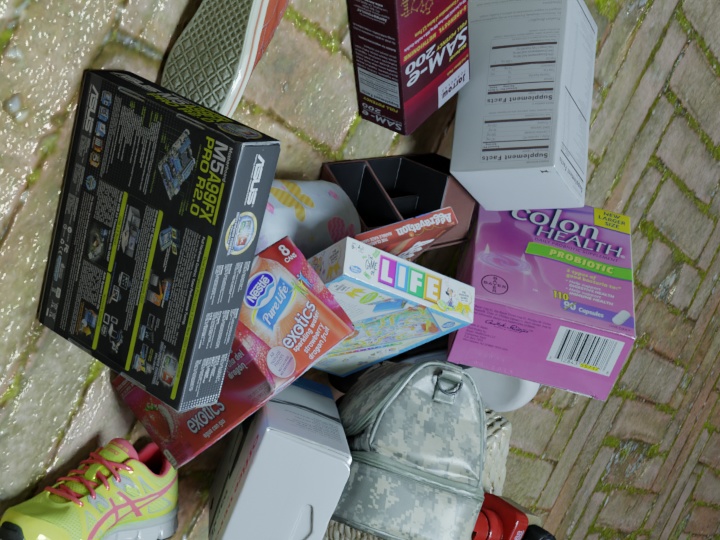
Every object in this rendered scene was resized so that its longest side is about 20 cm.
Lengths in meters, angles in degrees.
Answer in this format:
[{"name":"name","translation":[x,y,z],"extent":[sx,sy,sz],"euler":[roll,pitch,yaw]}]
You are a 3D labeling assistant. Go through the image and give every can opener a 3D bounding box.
[{"name":"can opener","translation":[0.060,0.098,1.339],"extent":[0.198,0.063,0.079],"euler":[-18,124,-12]}]

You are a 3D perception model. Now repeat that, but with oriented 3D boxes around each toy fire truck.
[{"name":"toy fire truck","translation":[0.103,0.322,1.297],"extent":[0.199,0.128,0.178],"euler":[23,93,-47]}]

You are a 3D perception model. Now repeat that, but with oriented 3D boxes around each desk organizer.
[{"name":"desk organizer","translation":[0.038,-0.066,1.247],"extent":[0.199,0.071,0.078],"euler":[-13,121,-53]}]

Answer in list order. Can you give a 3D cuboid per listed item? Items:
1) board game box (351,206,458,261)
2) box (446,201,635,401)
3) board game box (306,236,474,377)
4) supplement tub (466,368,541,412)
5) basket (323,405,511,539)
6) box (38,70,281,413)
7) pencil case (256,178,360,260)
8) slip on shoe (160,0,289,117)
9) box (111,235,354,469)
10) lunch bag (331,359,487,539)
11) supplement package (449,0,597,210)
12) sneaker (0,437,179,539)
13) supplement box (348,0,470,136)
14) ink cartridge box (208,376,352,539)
[{"name":"board game box","translation":[0.000,0.000,1.132],"extent":[0.102,0.020,0.200],"euler":[-19,169,-30]},{"name":"box","translation":[0.193,0.017,1.335],"extent":[0.201,0.174,0.097],"euler":[-77,-177,-50]},{"name":"board game box","translation":[-0.013,0.038,1.093],"extent":[0.133,0.199,0.035],"euler":[21,62,-29]},{"name":"supplement tub","translation":[0.184,0.054,1.477],"extent":[0.200,0.144,0.146],"euler":[-45,145,-41]},{"name":"basket","translation":[0.053,0.243,1.417],"extent":[0.197,0.160,0.202],"euler":[-30,134,-42]},{"name":"box","translation":[-0.150,-0.024,0.901],"extent":[0.044,0.159,0.202],"euler":[-10,120,-54]},{"name":"pencil case","translation":[-0.085,-0.036,1.069],"extent":[0.091,0.084,0.199],"euler":[-43,159,26]},{"name":"slip on shoe","translation":[-0.094,-0.182,0.960],"extent":[0.061,0.073,0.202],"euler":[22,89,-62]},{"name":"box","translation":[-0.107,0.070,1.010],"extent":[0.099,0.096,0.200],"euler":[-34,176,-40]},{"name":"lunch bag","translation":[0.039,0.169,1.187],"extent":[0.200,0.138,0.170],"euler":[155,-45,-75]},{"name":"supplement package","translation":[0.166,-0.174,1.254],"extent":[0.114,0.108,0.203],"euler":[37,57,-58]},{"name":"sneaker","translation":[-0.222,0.184,1.044],"extent":[0.199,0.077,0.091],"euler":[-2,106,-63]},{"name":"supplement box","translation":[0.045,-0.237,1.139],"extent":[0.109,0.061,0.201],"euler":[-44,145,-31]},{"name":"ink cartridge box","translation":[-0.079,0.188,1.141],"extent":[0.200,0.083,0.147],"euler":[-120,-128,-77]}]
